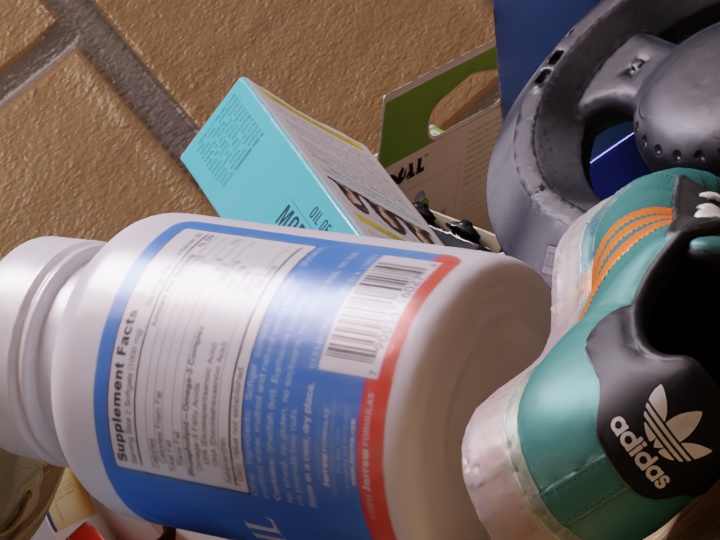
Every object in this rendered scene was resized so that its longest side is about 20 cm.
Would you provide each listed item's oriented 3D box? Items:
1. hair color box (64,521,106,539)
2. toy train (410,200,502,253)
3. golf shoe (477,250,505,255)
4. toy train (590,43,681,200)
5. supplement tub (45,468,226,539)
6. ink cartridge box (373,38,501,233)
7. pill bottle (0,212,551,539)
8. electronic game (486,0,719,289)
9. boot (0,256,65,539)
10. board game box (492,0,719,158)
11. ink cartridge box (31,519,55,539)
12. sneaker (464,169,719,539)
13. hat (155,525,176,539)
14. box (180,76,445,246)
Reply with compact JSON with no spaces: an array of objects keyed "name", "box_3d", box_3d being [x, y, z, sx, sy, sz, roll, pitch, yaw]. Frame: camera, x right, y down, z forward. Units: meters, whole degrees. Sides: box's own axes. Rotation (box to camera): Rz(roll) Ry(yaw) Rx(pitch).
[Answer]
[{"name":"hair color box","box_3d":[-0.167,0.209,1.149,0.200,0.061,0.102,-42,-21,-13]},{"name":"toy train","box_3d":[0.043,-0.007,1.193,0.046,0.199,0.034,23,-91,-52]},{"name":"golf shoe","box_3d":[0.063,0.023,0.974,0.200,0.092,0.073,-39,2,6]},{"name":"toy train","box_3d":[0.162,-0.051,1.058,0.200,0.085,0.116,-35,-12,21]},{"name":"supplement tub","box_3d":[-0.067,0.082,1.221,0.144,0.145,0.200,-42,3,-18]},{"name":"ink cartridge box","box_3d":[0.020,-0.037,1.339,0.148,0.076,0.201,-29,-43,-43]},{"name":"pill bottle","box_3d":[-0.036,0.039,0.923,0.199,0.113,0.112,8,35,34]},{"name":"electronic game","box_3d":[0.136,-0.058,0.948,0.199,0.042,0.200,-22,36,17]},{"name":"boot","box_3d":[-0.152,0.051,1.064,0.156,0.073,0.200,-62,-8,34]},{"name":"board game box","box_3d":[0.131,-0.104,1.085,0.157,0.039,0.200,-9,-37,0]},{"name":"ink cartridge box","box_3d":[-0.153,0.141,1.428,0.145,0.145,0.200,-41,3,-5]},{"name":"sneaker","box_3d":[0.097,0.017,0.762,0.080,0.071,0.200,-34,11,30]},{"name":"hat","box_3d":[-0.156,0.215,0.980,0.175,0.166,0.200,-14,-12,-33]},{"name":"box","box_3d":[0.000,0.000,1.114,0.049,0.082,0.200,-52,39,13]}]
